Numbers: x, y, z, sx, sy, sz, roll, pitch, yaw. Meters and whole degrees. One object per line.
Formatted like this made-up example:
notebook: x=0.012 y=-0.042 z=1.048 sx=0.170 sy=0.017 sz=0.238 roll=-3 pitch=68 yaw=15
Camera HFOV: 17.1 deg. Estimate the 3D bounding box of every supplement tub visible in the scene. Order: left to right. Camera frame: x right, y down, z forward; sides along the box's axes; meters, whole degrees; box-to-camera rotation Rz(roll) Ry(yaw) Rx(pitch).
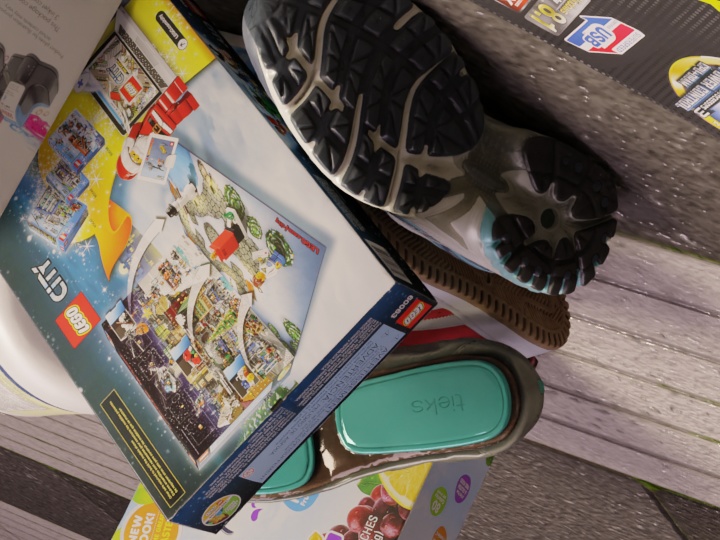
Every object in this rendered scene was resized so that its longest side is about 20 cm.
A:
supplement tub: x=-0.175 y=0.012 z=1.386 sx=0.144 sy=0.146 sz=0.200 roll=32 pitch=164 yaw=-18

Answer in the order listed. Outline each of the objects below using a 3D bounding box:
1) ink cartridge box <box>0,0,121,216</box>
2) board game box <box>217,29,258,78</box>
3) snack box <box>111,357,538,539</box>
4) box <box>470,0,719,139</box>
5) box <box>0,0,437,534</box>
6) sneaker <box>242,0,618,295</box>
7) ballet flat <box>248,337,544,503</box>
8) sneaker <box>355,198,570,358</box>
ink cartridge box: x=-0.188 y=-0.069 z=1.031 sx=0.068 sy=0.201 sz=0.115 roll=37 pitch=162 yaw=-30
board game box: x=-0.071 y=-0.065 z=1.182 sx=0.199 sy=0.026 sz=0.200 roll=17 pitch=162 yaw=34
snack box: x=-0.021 y=0.102 z=1.312 sx=0.168 sy=0.201 sz=0.068 roll=18 pitch=162 yaw=33
box: x=0.109 y=-0.102 z=0.716 sx=0.159 sy=0.044 sz=0.200 roll=29 pitch=165 yaw=-5
box: x=-0.075 y=-0.010 z=1.005 sx=0.200 sy=0.137 sz=0.038 roll=52 pitch=-165 yaw=31
sneaker: x=0.014 y=-0.052 z=0.989 sx=0.200 sy=0.078 sz=0.086 roll=38 pitch=165 yaw=-35
ballet flat: x=-0.011 y=0.069 z=1.103 sx=0.198 sy=0.068 sz=0.064 roll=-6 pitch=179 yaw=16
sneaker: x=0.000 y=0.000 z=1.111 sx=0.112 sy=0.072 sz=0.200 roll=-21 pitch=141 yaw=31
